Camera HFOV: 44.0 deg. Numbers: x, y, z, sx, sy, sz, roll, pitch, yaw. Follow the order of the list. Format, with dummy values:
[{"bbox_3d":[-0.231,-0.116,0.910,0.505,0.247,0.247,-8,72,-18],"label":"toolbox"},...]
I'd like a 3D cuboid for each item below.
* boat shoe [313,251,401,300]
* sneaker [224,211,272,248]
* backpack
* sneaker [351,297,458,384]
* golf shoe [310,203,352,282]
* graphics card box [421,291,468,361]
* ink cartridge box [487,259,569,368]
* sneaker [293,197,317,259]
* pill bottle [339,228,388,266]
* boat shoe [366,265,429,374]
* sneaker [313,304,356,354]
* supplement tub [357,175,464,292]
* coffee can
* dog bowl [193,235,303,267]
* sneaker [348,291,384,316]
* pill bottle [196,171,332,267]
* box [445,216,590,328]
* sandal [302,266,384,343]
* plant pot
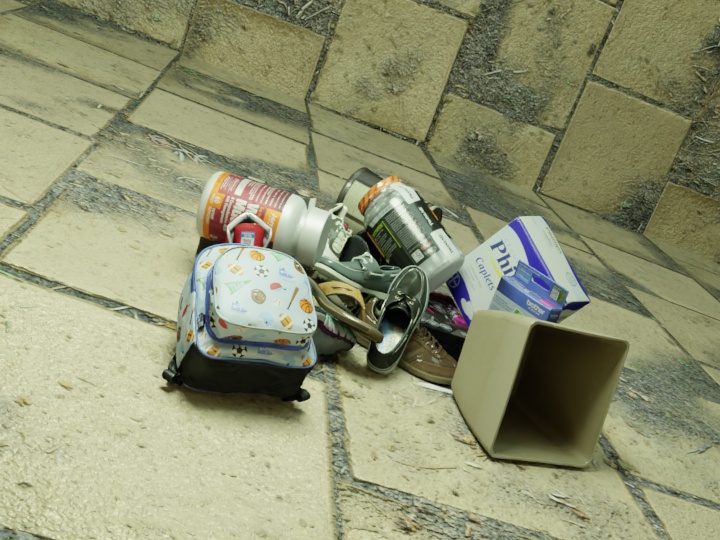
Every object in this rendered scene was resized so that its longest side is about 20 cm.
[{"bbox_3d":[0.000,0.000,1.442,0.072,0.063,0.199,21,-1,41],"label":"boat shoe"},{"bbox_3d":[-0.163,0.010,1.270,0.070,0.113,0.202,2,52,-17],"label":"sneaker"},{"bbox_3d":[-0.148,0.054,1.144,0.198,0.155,0.192,13,38,-30],"label":"backpack"},{"bbox_3d":[0.083,0.114,1.435,0.198,0.076,0.070,24,17,5],"label":"sneaker"},{"bbox_3d":[-0.060,-0.054,1.626,0.077,0.087,0.202,49,19,-38],"label":"golf shoe"},{"bbox_3d":[0.123,0.088,1.606,0.124,0.051,0.200,19,19,-14],"label":"graphics card box"},{"bbox_3d":[0.263,0.096,1.503,0.042,0.202,0.119,4,25,-43],"label":"ink cartridge box"},{"bbox_3d":[-0.131,-0.068,1.554,0.097,0.072,0.201,0,29,4],"label":"sneaker"},{"bbox_3d":[0.044,-0.026,1.733,0.111,0.113,0.199,34,21,32],"label":"pill bottle"},{"bbox_3d":[0.063,0.068,1.392,0.068,0.057,0.202,19,58,6],"label":"boat shoe"},{"bbox_3d":[-0.074,0.099,1.317,0.074,0.088,0.200,31,-5,29],"label":"sneaker"},{"bbox_3d":[0.087,-0.063,1.609,0.201,0.122,0.122,55,27,14],"label":"supplement tub"},{"bbox_3d":[0.060,-0.117,1.958,0.198,0.148,0.146,30,19,20],"label":"coffee can"},{"bbox_3d":[-0.180,0.009,1.441,0.197,0.059,0.200,20,18,-7],"label":"dog bowl"},{"bbox_3d":[0.003,0.029,1.584,0.076,0.076,0.199,31,18,20],"label":"sneaker"},{"bbox_3d":[-0.151,-0.078,1.417,0.197,0.111,0.110,18,17,6],"label":"pill bottle"},{"bbox_3d":[0.279,0.031,1.617,0.104,0.200,0.186,-1,59,-50],"label":"box"},{"bbox_3d":[-0.030,0.041,1.355,0.081,0.055,0.200,34,5,-44],"label":"sandal"},{"bbox_3d":[0.250,0.159,1.351,0.198,0.203,0.177,12,9,-30],"label":"plant pot"}]
